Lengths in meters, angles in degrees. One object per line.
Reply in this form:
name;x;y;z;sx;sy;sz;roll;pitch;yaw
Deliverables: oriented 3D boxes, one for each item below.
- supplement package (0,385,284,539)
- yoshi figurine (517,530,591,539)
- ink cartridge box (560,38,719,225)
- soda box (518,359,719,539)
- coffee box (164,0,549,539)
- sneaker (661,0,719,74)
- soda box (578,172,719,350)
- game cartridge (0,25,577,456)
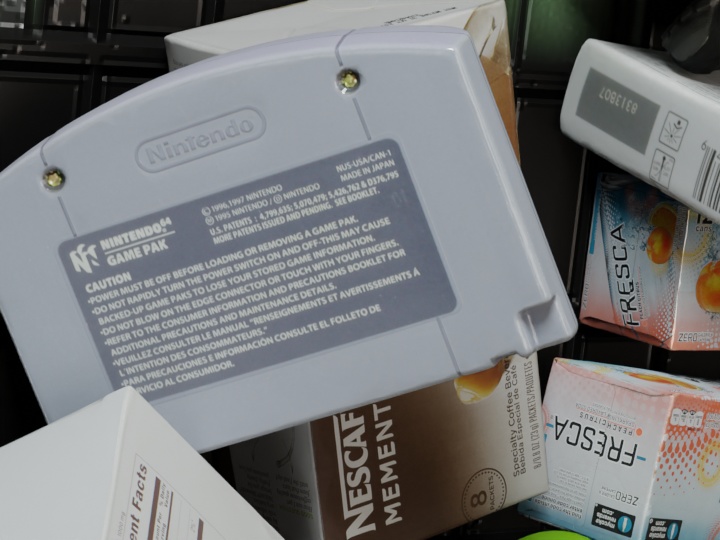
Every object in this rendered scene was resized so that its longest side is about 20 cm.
supplement package;-0.073;0.158;1.048;0.200;0.113;0.110;48;30;-32
yoshi figurine;0.125;0.150;1.097;0.199;0.112;0.113;9;113;-1
ink cartridge box;0.207;-0.042;1.192;0.199;0.162;0.057;9;106;-36
soda box;0.156;0.084;1.216;0.199;0.063;0.069;10;94;-48
coffee box;0.000;0.000;1.108;0.114;0.080;0.201;-16;109;-32
sneaker;0.215;-0.108;1.205;0.199;0.076;0.088;-25;78;-38
soda box;0.191;-0.003;1.254;0.199;0.063;0.069;2;100;-36
game cartridge;-0.036;-0.010;1.023;0.042;0.199;0.134;-42;114;-69
